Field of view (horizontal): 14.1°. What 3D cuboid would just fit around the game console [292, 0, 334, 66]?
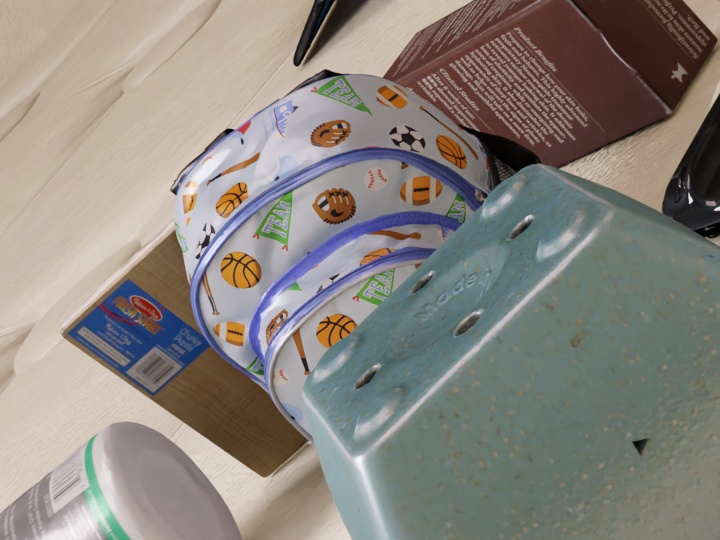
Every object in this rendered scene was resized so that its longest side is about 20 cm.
[{"bbox_3d":[0.032,-0.275,2.520,0.175,0.117,0.200,-5,30,18],"label":"game console"}]

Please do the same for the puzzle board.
[{"bbox_3d":[-0.055,0.024,1.608,0.151,0.200,0.017,-41,47,9],"label":"puzzle board"}]

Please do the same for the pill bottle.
[{"bbox_3d":[-0.170,0.183,1.601,0.200,0.113,0.113,-39,15,19],"label":"pill bottle"}]

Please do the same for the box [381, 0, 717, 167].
[{"bbox_3d":[0.104,-0.119,1.727,0.200,0.100,0.075,-23,25,53],"label":"box"}]

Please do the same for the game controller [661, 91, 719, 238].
[{"bbox_3d":[0.222,-0.090,1.476,0.104,0.042,0.200,-10,34,40],"label":"game controller"}]

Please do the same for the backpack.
[{"bbox_3d":[0.000,0.000,1.502,0.200,0.190,0.154,-41,31,14],"label":"backpack"}]

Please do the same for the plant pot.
[{"bbox_3d":[0.093,0.077,0.989,0.196,0.200,0.196,-44,14,-1],"label":"plant pot"}]
